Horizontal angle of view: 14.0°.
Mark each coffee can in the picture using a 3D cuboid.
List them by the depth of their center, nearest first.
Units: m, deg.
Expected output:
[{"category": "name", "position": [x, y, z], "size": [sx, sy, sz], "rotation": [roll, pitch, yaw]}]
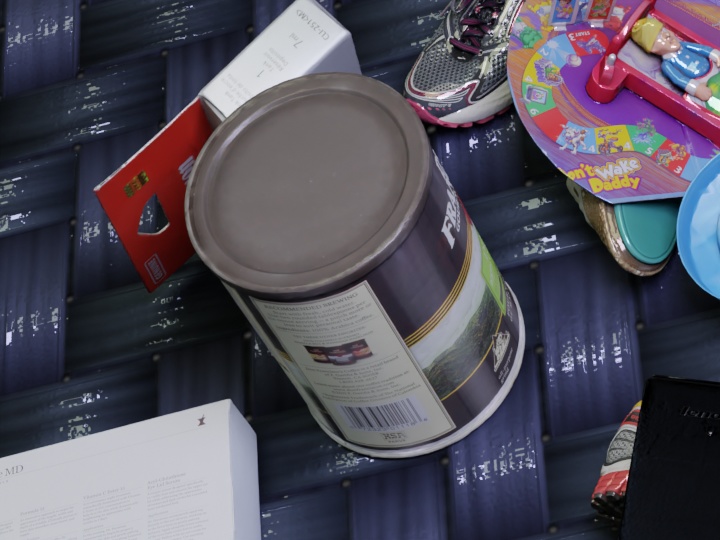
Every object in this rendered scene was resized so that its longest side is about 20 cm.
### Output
[{"category": "coffee can", "position": [0.000, 0.000, 1.714], "size": [0.146, 0.200, 0.147], "rotation": [-10, 56, 15]}]

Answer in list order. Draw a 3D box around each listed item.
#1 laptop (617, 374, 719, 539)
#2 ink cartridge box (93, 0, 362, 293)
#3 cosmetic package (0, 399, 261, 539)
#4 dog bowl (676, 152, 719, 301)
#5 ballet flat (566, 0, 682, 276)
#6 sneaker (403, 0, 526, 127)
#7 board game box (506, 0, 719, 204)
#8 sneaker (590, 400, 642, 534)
[{"category": "laptop", "position": [0.228, 0.177, 1.541], "size": [0.186, 0.201, 0.116], "rotation": [7, 17, 10]}, {"category": "ink cartridge box", "position": [-0.070, -0.062, 1.794], "size": [0.174, 0.200, 0.044], "rotation": [-44, 73, -9]}, {"category": "cosmetic package", "position": [-0.159, 0.173, 1.765], "size": [0.199, 0.052, 0.151], "rotation": [-15, 55, 15]}, {"category": "dog bowl", "position": [0.283, -0.012, 1.686], "size": [0.199, 0.050, 0.112], "rotation": [9, 68, 25]}, {"category": "ballet flat", "position": [0.160, -0.073, 1.797], "size": [0.065, 0.070, 0.201], "rotation": [-27, 42, 41]}, {"category": "sneaker", "position": [0.092, -0.177, 1.881], "size": [0.080, 0.075, 0.200], "rotation": [28, 72, 36]}, {"category": "board game box", "position": [0.190, -0.122, 1.761], "size": [0.199, 0.039, 0.159], "rotation": [-6, 60, -14]}, {"category": "sneaker", "position": [0.227, 0.103, 1.624], "size": [0.199, 0.078, 0.082], "rotation": [1, 57, 24]}]
